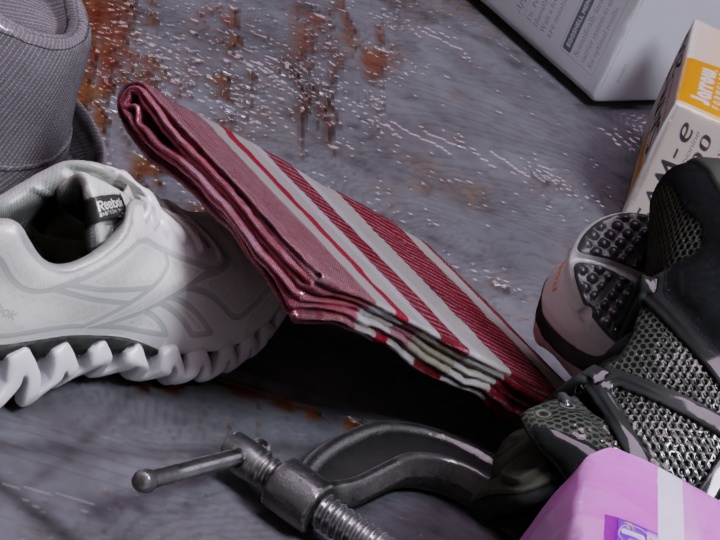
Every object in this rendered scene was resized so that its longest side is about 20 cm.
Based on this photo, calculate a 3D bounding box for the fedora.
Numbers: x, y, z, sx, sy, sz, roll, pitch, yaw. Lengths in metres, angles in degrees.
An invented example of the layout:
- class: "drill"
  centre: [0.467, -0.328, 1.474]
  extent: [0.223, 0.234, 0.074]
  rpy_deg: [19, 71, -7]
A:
- class: "fedora"
  centre: [-0.191, -0.098, 1.158]
  extent: [0.200, 0.090, 0.177]
  rpy_deg: [22, 27, -2]

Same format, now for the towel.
- class: "towel"
  centre: [0.000, 0.000, 1.139]
  extent: [0.200, 0.023, 0.144]
  rpy_deg: [28, 15, -48]

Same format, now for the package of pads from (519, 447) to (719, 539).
- class: "package of pads"
  centre: [0.068, 0.155, 0.871]
  extent: [0.076, 0.121, 0.200]
  rpy_deg: [24, 26, -6]

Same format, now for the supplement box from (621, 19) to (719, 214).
- class: "supplement box"
  centre: [0.236, -0.037, 1.401]
  extent: [0.200, 0.074, 0.126]
  rpy_deg: [23, 26, 0]

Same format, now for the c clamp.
- class: "c clamp"
  centre: [0.035, 0.110, 1.039]
  extent: [0.200, 0.027, 0.171]
  rpy_deg: [31, 23, 17]

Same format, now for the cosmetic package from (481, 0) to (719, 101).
- class: "cosmetic package"
  centre: [0.158, -0.195, 1.571]
  extent: [0.199, 0.123, 0.200]
  rpy_deg: [-3, 39, -42]

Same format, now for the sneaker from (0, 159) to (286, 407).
- class: "sneaker"
  centre: [-0.091, -0.002, 1.078]
  extent: [0.075, 0.081, 0.200]
  rpy_deg: [37, 28, 28]

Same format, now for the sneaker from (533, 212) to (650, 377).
- class: "sneaker"
  centre: [0.153, 0.059, 1.154]
  extent: [0.200, 0.080, 0.074]
  rpy_deg: [46, 64, -2]

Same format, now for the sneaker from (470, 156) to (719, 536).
- class: "sneaker"
  centre: [0.101, 0.040, 1.050]
  extent: [0.114, 0.076, 0.199]
  rpy_deg: [6, 60, -7]
